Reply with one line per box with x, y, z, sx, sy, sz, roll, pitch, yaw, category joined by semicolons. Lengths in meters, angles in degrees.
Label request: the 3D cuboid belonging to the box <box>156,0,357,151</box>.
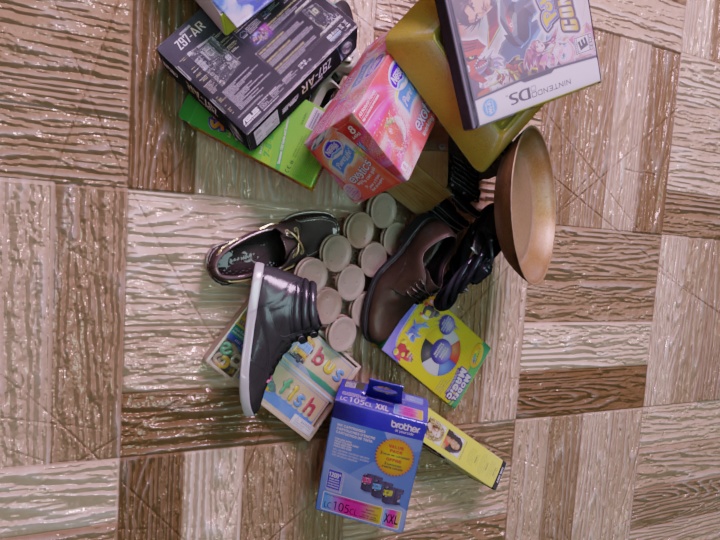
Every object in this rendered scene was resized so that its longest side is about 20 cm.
-0.122;-0.273;0.677;0.159;0.044;0.201;40;77;8;box

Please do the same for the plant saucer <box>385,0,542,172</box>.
0.157;-0.256;0.636;0.200;0.048;0.200;-46;109;-6;plant saucer

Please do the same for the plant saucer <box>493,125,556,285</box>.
0.217;-0.084;0.733;0.198;0.034;0.209;0;90;-56;plant saucer

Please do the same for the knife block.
0.082;-0.127;0.809;0.192;0.066;0.179;3;140;9;knife block

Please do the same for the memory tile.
0.000;0.000;0.792;0.199;0.017;0.156;-43;122;-23;memory tile

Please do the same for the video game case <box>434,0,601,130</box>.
0.169;-0.280;0.596;0.176;0.025;0.207;-21;106;-13;video game case

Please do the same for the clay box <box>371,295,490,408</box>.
0.123;0.126;0.869;0.198;0.047;0.117;39;80;-22;clay box

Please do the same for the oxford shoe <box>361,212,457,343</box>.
0.068;0.020;0.779;0.072;0.084;0.204;25;97;-40;oxford shoe

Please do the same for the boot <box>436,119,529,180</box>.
0.156;-0.200;0.802;0.197;0.130;0.069;33;83;-23;boot

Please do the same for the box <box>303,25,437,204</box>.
0.029;-0.197;0.670;0.103;0.093;0.203;44;53;-25;box

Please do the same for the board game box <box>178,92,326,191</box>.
-0.126;-0.190;0.698;0.195;0.030;0.098;28;85;2;board game box

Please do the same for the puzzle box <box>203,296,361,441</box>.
-0.105;0.129;0.781;0.199;0.025;0.134;42;78;-22;puzzle box

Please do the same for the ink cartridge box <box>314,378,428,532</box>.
0.019;0.243;0.775;0.131;0.076;0.208;12;102;5;ink cartridge box

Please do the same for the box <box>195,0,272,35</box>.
-0.163;-0.377;0.648;0.121;0.048;0.201;-40;86;-13;box

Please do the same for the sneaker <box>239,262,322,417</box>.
-0.101;0.097;0.707;0.095;0.071;0.208;8;103;-8;sneaker

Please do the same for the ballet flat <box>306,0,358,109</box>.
-0.040;-0.259;0.741;0.068;0.067;0.206;24;90;-64;ballet flat

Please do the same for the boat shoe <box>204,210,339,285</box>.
-0.110;-0.031;0.741;0.194;0.059;0.074;-18;102;-21;boat shoe

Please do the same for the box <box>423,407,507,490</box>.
0.141;0.276;0.878;0.198;0.075;0.051;37;74;-22;box

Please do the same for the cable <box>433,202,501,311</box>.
0.170;-0.022;0.813;0.050;0.201;0.165;30;126;1;cable
